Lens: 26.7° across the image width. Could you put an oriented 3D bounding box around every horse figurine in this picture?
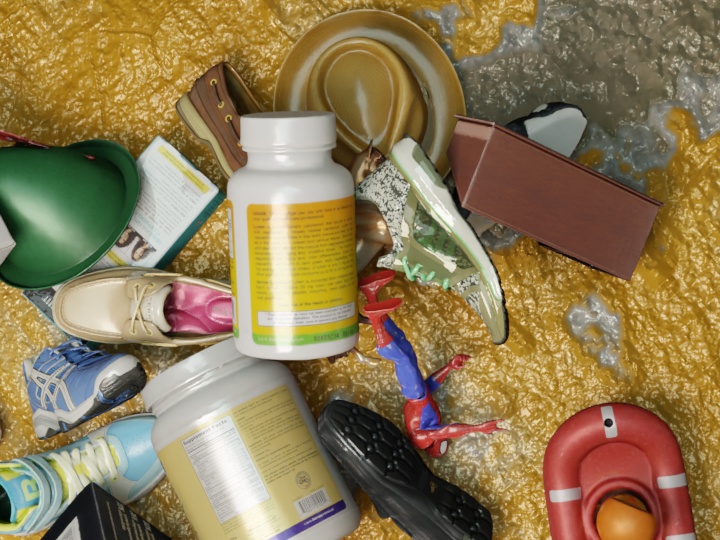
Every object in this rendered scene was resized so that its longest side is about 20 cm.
[{"bbox_3d":[0.000,0.000,1.384,0.132,0.050,0.201,38,112,0],"label":"horse figurine"}]

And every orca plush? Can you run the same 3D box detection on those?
[{"bbox_3d":[0.126,-0.083,1.428,0.105,0.071,0.201,25,100,-37],"label":"orca plush"}]

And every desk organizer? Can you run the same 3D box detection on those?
[{"bbox_3d":[0.166,-0.063,1.355,0.199,0.072,0.078,22,91,-27],"label":"desk organizer"}]

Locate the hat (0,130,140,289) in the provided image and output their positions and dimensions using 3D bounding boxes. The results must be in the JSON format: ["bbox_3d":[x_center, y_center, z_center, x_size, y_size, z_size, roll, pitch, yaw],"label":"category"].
[{"bbox_3d":[-0.326,-0.097,1.375,0.198,0.176,0.167,-5,56,28],"label":"hat"}]

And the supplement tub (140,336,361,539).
[{"bbox_3d":[-0.102,0.171,1.369,0.144,0.145,0.201,-28,82,2],"label":"supplement tub"}]

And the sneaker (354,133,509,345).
[{"bbox_3d":[0.060,-0.014,1.315,0.088,0.077,0.201,-32,78,5],"label":"sneaker"}]

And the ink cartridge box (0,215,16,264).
[{"bbox_3d":[-0.411,-0.029,1.391,0.083,0.200,0.146,-23,79,-41],"label":"ink cartridge box"}]

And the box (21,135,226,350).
[{"bbox_3d":[-0.223,-0.025,1.447,0.082,0.049,0.200,41,89,7],"label":"box"}]

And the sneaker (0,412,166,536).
[{"bbox_3d":[-0.263,0.190,1.390,0.198,0.131,0.080,-27,81,2],"label":"sneaker"}]

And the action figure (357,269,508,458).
[{"bbox_3d":[0.069,0.089,1.362,0.098,0.066,0.201,-14,126,4],"label":"action figure"}]

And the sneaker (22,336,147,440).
[{"bbox_3d":[-0.259,0.100,1.371,0.075,0.199,0.078,-24,90,-37],"label":"sneaker"}]

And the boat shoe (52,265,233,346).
[{"bbox_3d":[-0.182,0.032,1.386,0.197,0.069,0.075,-1,90,-9],"label":"boat shoe"}]

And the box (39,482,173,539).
[{"bbox_3d":[-0.187,0.301,1.328,0.200,0.148,0.105,41,90,-19],"label":"box"}]

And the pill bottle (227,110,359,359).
[{"bbox_3d":[-0.058,-0.033,1.302,0.110,0.111,0.203,-1,100,5],"label":"pill bottle"}]

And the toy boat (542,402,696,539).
[{"bbox_3d":[0.232,0.217,1.340,0.129,0.131,0.202,-9,84,4],"label":"toy boat"}]

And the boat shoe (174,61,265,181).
[{"bbox_3d":[-0.096,-0.116,1.406,0.068,0.072,0.200,-50,62,18],"label":"boat shoe"}]

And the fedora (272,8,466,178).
[{"bbox_3d":[0.005,-0.153,1.421,0.198,0.082,0.203,-1,85,6],"label":"fedora"}]

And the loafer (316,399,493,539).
[{"bbox_3d":[0.032,0.197,1.371,0.200,0.068,0.070,42,129,-13],"label":"loafer"}]
